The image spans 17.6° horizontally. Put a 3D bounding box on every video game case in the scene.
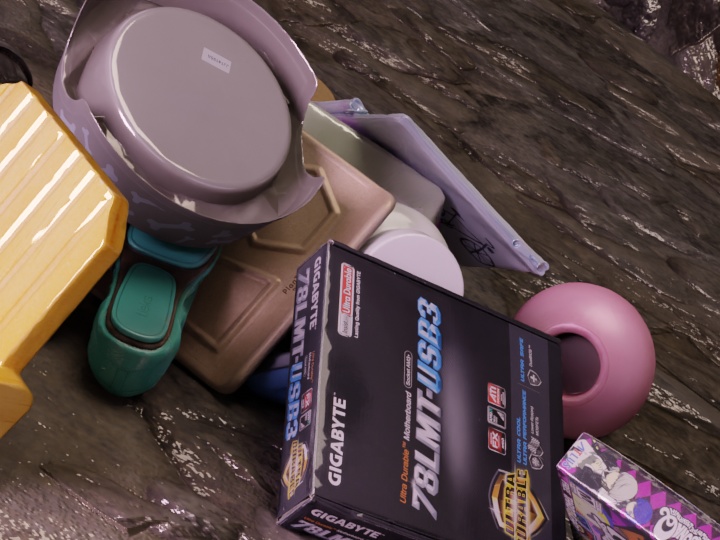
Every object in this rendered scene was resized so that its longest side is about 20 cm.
[{"bbox_3d":[0.213,0.205,1.506,0.181,0.036,0.200,35,-17,25],"label":"video game case"}]

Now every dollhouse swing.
[{"bbox_3d":[-0.262,-0.018,1.277,0.181,0.177,0.200,15,24,-43],"label":"dollhouse swing"}]

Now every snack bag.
[{"bbox_3d":[0.048,-0.069,1.878,0.189,0.021,0.200,46,-16,-20],"label":"snack bag"}]

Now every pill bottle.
[{"bbox_3d":[0.000,0.000,1.691,0.112,0.113,0.200,24,1,-22],"label":"pill bottle"}]

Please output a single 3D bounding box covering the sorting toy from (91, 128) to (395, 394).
[{"bbox_3d":[-0.102,-0.032,1.620,0.199,0.185,0.037,36,-16,21],"label":"sorting toy"}]

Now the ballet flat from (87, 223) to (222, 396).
[{"bbox_3d":[-0.140,0.014,1.536,0.067,0.071,0.201,24,34,-5],"label":"ballet flat"}]

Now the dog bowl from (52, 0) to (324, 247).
[{"bbox_3d":[-0.116,-0.105,1.550,0.199,0.059,0.201,21,50,-27],"label":"dog bowl"}]

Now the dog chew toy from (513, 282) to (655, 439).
[{"bbox_3d":[0.185,0.070,1.889,0.124,0.125,0.200,34,10,11],"label":"dog chew toy"}]

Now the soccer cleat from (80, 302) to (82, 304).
[{"bbox_3d":[-0.186,-0.033,1.555,0.067,0.081,0.201,8,53,10],"label":"soccer cleat"}]

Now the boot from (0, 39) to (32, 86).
[{"bbox_3d":[-0.261,-0.079,1.609,0.175,0.069,0.200,60,17,15],"label":"boot"}]

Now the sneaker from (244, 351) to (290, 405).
[{"bbox_3d":[0.014,0.097,1.611,0.198,0.079,0.066,6,-8,-18],"label":"sneaker"}]

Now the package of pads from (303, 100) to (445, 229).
[{"bbox_3d":[-0.027,-0.067,1.887,0.199,0.068,0.155,35,-16,10],"label":"package of pads"}]

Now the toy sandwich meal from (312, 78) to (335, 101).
[{"bbox_3d":[-0.102,-0.153,2.117,0.204,0.071,0.205,23,19,-9],"label":"toy sandwich meal"}]

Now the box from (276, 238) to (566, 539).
[{"bbox_3d":[0.044,0.103,1.518,0.197,0.050,0.201,25,49,-26],"label":"box"}]
